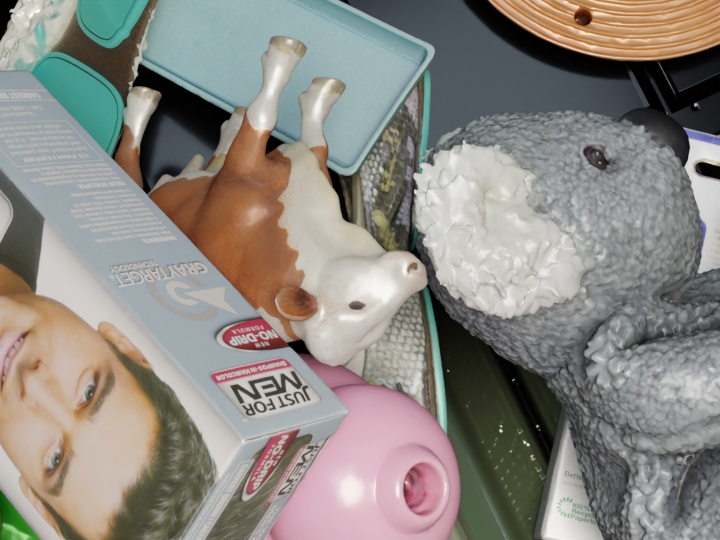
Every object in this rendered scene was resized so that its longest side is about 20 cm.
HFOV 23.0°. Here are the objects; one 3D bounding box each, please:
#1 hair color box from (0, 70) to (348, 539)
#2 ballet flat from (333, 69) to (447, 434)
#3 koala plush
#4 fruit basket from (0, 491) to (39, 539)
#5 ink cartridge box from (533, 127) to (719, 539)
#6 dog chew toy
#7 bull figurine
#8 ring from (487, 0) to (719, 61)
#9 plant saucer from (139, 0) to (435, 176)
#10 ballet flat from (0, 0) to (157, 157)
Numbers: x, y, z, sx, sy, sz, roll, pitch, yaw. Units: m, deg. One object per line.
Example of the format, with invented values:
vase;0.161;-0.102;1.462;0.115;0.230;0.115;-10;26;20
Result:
hair color box;-0.107;0.025;0.654;0.200;0.061;0.099;45;119;24
ballet flat;0.000;0.000;0.799;0.072;0.072;0.201;-2;74;-1
koala plush;0.104;0.011;0.708;0.200;0.177;0.184;34;102;-4
fruit basket;-0.197;0.047;0.752;0.215;0.156;0.216;-2;79;10
ink cartridge box;0.149;0.038;0.811;0.099;0.039;0.201;15;82;2
dog chew toy;-0.036;0.087;0.717;0.124;0.200;0.125;5;82;-37
bull figurine;-0.049;-0.021;0.712;0.065;0.200;0.122;22;73;-37
ring;0.131;-0.197;0.862;0.200;0.019;0.201;0;81;0
plant saucer;-0.062;-0.110;0.811;0.200;0.019;0.070;30;80;24
ballet flat;-0.134;-0.095;0.790;0.072;0.072;0.200;20;71;2
